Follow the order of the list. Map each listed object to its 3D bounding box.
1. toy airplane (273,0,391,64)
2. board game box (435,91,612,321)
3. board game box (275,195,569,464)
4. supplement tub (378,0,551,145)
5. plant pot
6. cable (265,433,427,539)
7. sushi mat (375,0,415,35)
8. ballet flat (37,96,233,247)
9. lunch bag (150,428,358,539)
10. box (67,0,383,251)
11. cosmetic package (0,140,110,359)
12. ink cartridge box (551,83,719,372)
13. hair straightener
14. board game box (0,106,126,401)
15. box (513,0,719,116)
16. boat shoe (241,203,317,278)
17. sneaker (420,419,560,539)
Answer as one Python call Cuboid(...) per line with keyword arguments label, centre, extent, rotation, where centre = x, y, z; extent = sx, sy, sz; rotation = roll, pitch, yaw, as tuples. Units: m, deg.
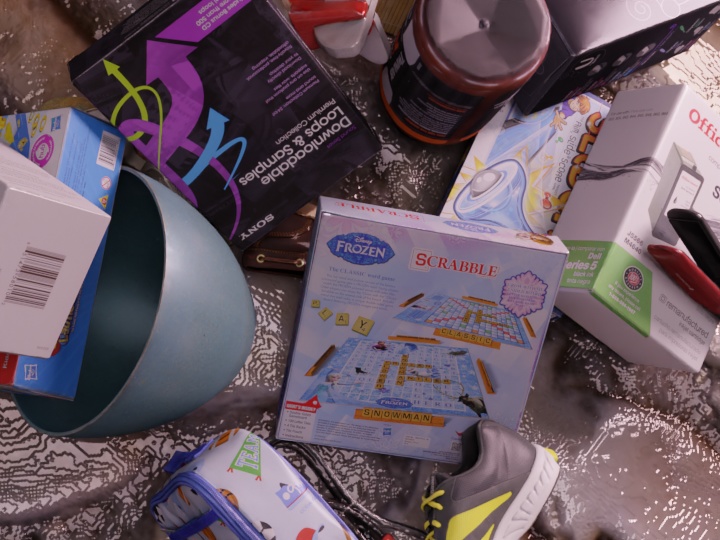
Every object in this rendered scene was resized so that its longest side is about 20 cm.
Cuboid(label="toy airplane", centre=(-0.079, -0.183, 0.873), extent=(0.200, 0.199, 0.141), rotation=(39, 64, -4))
Cuboid(label="board game box", centre=(0.152, -0.074, 0.978), extent=(0.135, 0.034, 0.201), rotation=(26, 77, -5))
Cuboid(label="board game box", centre=(0.045, 0.054, 0.886), extent=(0.199, 0.041, 0.200), rotation=(10, 110, -9))
Cuboid(label="supplement tub", centre=(0.074, -0.165, 0.895), extent=(0.106, 0.200, 0.107), rotation=(2, 79, -10))
Cuboid(label="plant pot", centre=(-0.159, 0.036, 0.843), extent=(0.134, 0.200, 0.201), rotation=(21, 74, -44))
Cuboid(label="cable", centre=(0.000, 0.207, 0.895), extent=(0.097, 0.050, 0.200), rotation=(-32, 89, -16))
Cuboid(label="sushi mat", centre=(0.063, -0.253, 0.912), extent=(0.095, 0.200, 0.012), rotation=(20, 61, -7))
Cuboid(label="ballet flat", centre=(-0.180, -0.087, 0.907), extent=(0.200, 0.071, 0.071), rotation=(35, 76, -2))
Cuboid(label="lunch bag", centre=(-0.083, 0.194, 0.813), extent=(0.160, 0.200, 0.076), rotation=(46, 63, -1))
Cuboid(label="box", centre=(-0.092, -0.119, 0.808), extent=(0.143, 0.036, 0.200), rotation=(-35, 131, 9))
Cuboid(label="cosmetic package", centre=(-0.266, -0.034, 0.730), extent=(0.200, 0.085, 0.108), rotation=(28, 97, 38))
Cuboid(label="ink cartridge box", centre=(0.254, -0.036, 0.942), extent=(0.145, 0.084, 0.201), rotation=(34, 75, -28))
Cuboid(label="hair straightener", centre=(0.315, 0.008, 0.907), extent=(0.200, 0.041, 0.077), rotation=(38, 75, -27))
Cuboid(label="board game box", centre=(-0.276, -0.012, 0.820), extent=(0.056, 0.195, 0.201), rotation=(23, 71, -51))
Cuboid(label="box", centre=(0.210, -0.237, 0.958), extent=(0.199, 0.106, 0.123), rotation=(-24, 78, -23))
Cuboid(label="boat shoe", centre=(0.000, 0.000, 0.922), extent=(0.199, 0.070, 0.071), rotation=(16, 71, 2))
Cuboid(label="sneaker", centre=(0.075, 0.206, 0.864), extent=(0.085, 0.074, 0.200), rotation=(37, 65, -4))
